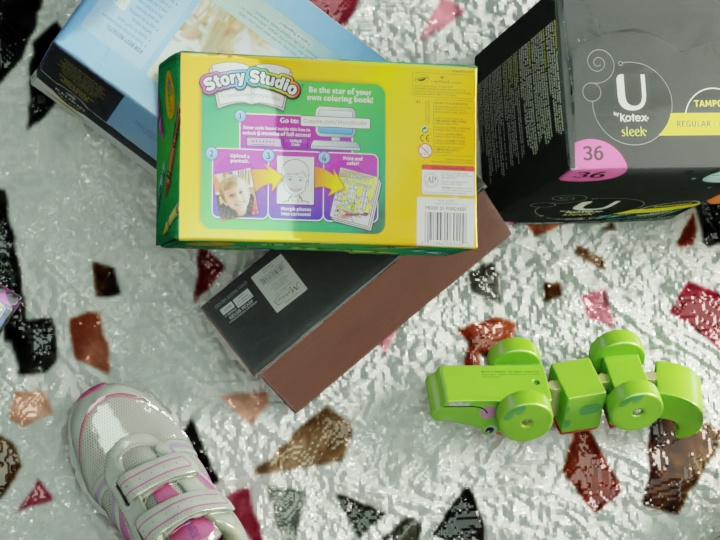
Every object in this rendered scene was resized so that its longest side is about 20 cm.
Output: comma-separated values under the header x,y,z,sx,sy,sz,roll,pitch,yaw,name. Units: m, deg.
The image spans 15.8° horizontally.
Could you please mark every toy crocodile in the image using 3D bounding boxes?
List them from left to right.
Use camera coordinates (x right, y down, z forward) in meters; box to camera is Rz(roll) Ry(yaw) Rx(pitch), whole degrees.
x,y,z,sx,sy,sz,roll,pitch,yaw,name
0.143,0.088,1.801,0.200,0.062,0.068,-3,43,-12,toy crocodile

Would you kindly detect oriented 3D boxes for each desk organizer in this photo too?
x,y,z,sx,sy,sz,roll,pitch,yaw,name
0.000,0.000,1.766,0.200,0.077,0.072,-40,58,-1,desk organizer

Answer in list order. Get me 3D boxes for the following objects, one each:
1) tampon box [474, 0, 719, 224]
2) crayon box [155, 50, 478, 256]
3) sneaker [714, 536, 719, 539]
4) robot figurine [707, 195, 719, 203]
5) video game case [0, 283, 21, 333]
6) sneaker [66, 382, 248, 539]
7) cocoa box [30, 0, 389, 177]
x,y,z,sx,sy,sz,roll,pitch,yaw,name
0.176,-0.110,1.763,0.150,0.200,0.127,-2,82,-14,tampon box
-0.027,-0.072,1.645,0.200,0.058,0.119,2,85,-16,crayon box
0.284,0.217,1.800,0.088,0.081,0.200,7,71,-12,sneaker
0.335,-0.099,1.845,0.200,0.117,0.144,-39,49,-16,robot figurine
-0.352,0.043,1.696,0.200,0.036,0.181,32,77,-7,video game case
-0.121,0.159,1.707,0.081,0.088,0.200,-33,90,-16,sneaker
-0.098,-0.128,1.734,0.200,0.131,0.133,37,75,-6,cocoa box
